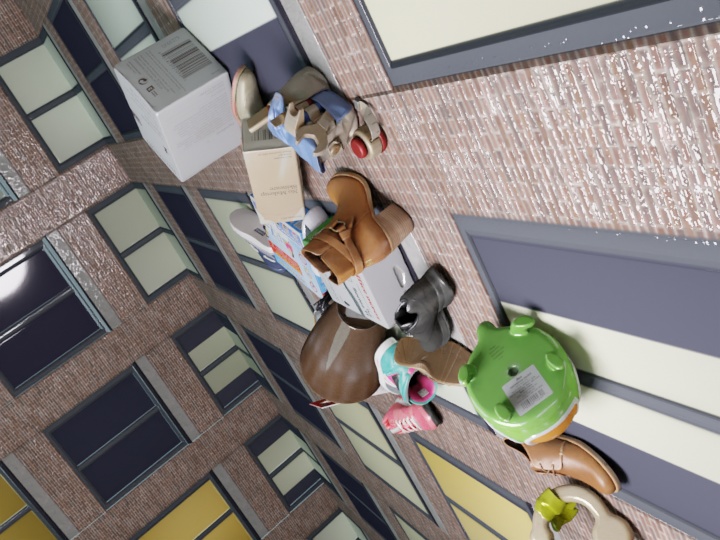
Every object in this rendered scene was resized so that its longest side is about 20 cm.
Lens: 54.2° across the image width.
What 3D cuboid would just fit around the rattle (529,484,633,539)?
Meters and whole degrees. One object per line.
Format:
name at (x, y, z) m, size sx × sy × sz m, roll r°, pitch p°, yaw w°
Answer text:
rattle at (0.373, 0.419, 1.099) m, size 0.197 × 0.132 × 0.144 m, roll 8°, pitch 149°, yaw 28°

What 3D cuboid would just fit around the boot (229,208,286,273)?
boot at (-0.250, -0.071, 1.724) m, size 0.199 × 0.072 × 0.091 m, roll 38°, pitch 150°, yaw 36°

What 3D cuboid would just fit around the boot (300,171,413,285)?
boot at (-0.032, -0.065, 1.096) m, size 0.199 × 0.154 × 0.077 m, roll 40°, pitch 158°, yaw 34°

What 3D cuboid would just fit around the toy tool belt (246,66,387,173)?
toy tool belt at (-0.068, -0.196, 1.011) m, size 0.199 × 0.122 × 0.126 m, roll 41°, pitch 157°, yaw 32°

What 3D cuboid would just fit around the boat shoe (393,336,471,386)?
boat shoe at (0.144, 0.164, 1.229) m, size 0.071 × 0.073 × 0.198 m, roll 29°, pitch 165°, yaw -35°

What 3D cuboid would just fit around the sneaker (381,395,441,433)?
sneaker at (0.109, 0.331, 1.538) m, size 0.074 × 0.086 × 0.200 m, roll 54°, pitch 161°, yaw -7°

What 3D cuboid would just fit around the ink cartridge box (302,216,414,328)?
ink cartridge box at (0.000, 0.000, 1.241) m, size 0.199 × 0.083 × 0.148 m, roll 22°, pitch 144°, yaw 56°

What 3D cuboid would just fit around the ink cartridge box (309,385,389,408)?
ink cartridge box at (-0.022, 0.263, 1.575) m, size 0.200 × 0.173 × 0.046 m, roll 147°, pitch 112°, yaw -75°

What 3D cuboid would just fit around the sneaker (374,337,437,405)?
sneaker at (0.100, 0.220, 1.392) m, size 0.120 × 0.083 × 0.201 m, roll 41°, pitch 166°, yaw 31°

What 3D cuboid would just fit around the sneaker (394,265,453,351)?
sneaker at (0.095, 0.075, 1.132) m, size 0.076 × 0.090 × 0.202 m, roll 49°, pitch 161°, yaw 33°

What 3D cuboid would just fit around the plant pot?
plant pot at (-0.020, 0.134, 1.414) m, size 0.187 × 0.185 × 0.202 m, roll 45°, pitch 145°, yaw 22°

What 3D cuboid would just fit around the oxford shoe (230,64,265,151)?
oxford shoe at (-0.179, -0.274, 1.257) m, size 0.073 × 0.071 × 0.202 m, roll 17°, pitch 147°, yaw 18°

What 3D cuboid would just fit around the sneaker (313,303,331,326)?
sneaker at (-0.026, 0.150, 1.579) m, size 0.200 × 0.078 × 0.077 m, roll 48°, pitch 163°, yaw -15°

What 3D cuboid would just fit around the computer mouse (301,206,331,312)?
computer mouse at (-0.066, -0.026, 1.352) m, size 0.043 × 0.110 × 0.203 m, roll 15°, pitch 132°, yaw 34°

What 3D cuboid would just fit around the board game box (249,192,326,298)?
board game box at (-0.135, -0.061, 1.497) m, size 0.199 × 0.056 × 0.198 m, roll 37°, pitch 155°, yaw 41°

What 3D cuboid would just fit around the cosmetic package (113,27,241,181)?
cosmetic package at (-0.353, -0.326, 1.398) m, size 0.165 × 0.164 × 0.201 m, roll 45°, pitch 159°, yaw 25°

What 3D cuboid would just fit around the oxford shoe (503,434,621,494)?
oxford shoe at (0.296, 0.285, 1.049) m, size 0.199 × 0.071 × 0.072 m, roll 23°, pitch 143°, yaw 53°

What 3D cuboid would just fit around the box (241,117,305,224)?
box at (-0.151, -0.176, 1.253) m, size 0.201 × 0.093 × 0.079 m, roll 85°, pitch 178°, yaw -57°

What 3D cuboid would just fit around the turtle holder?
turtle holder at (0.205, 0.150, 0.933) m, size 0.184 × 0.142 × 0.132 m, roll 17°, pitch 158°, yaw 46°
